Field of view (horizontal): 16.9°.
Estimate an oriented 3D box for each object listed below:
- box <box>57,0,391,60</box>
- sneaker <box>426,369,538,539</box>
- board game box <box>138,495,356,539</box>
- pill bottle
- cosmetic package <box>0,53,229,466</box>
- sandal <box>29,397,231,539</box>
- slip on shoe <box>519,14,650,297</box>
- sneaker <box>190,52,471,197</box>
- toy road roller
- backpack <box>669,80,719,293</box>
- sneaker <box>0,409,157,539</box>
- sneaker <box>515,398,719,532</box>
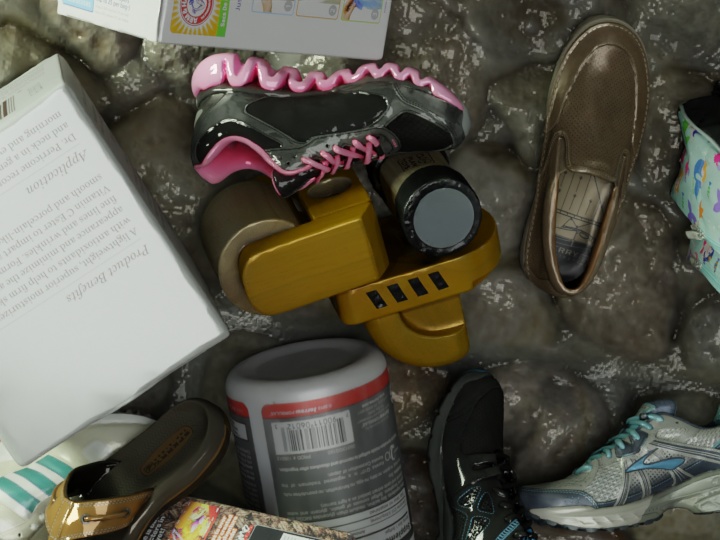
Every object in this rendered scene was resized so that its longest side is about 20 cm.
[{"bbox_3d":[-0.083,-0.201,1.577,0.199,0.112,0.102,-1,105,-46],"label":"box"},{"bbox_3d":[0.092,0.171,1.725,0.081,0.073,0.202,0,83,32],"label":"sneaker"},{"bbox_3d":[-0.099,0.246,1.603,0.160,0.199,0.097,-62,141,-25],"label":"board game box"},{"bbox_3d":[-0.024,0.158,1.707,0.115,0.116,0.202,-11,104,-7],"label":"pill bottle"},{"bbox_3d":[-0.212,-0.011,1.614,0.164,0.165,0.201,-32,105,-1],"label":"cosmetic package"},{"bbox_3d":[-0.168,0.155,1.611,0.200,0.082,0.055,-45,135,-12],"label":"sandal"},{"bbox_3d":[0.161,-0.079,1.716,0.075,0.061,0.201,15,99,-12],"label":"slip on shoe"},{"bbox_3d":[-0.025,-0.088,1.636,0.198,0.079,0.096,4,61,16],"label":"sneaker"},{"bbox_3d":[0.000,0.000,1.678,0.198,0.123,0.147,-16,114,-6],"label":"toy road roller"},{"bbox_3d":[0.313,-0.048,1.676,0.176,0.200,0.152,-1,102,-10],"label":"backpack"},{"bbox_3d":[-0.220,0.160,1.679,0.198,0.070,0.094,-10,68,-3],"label":"sneaker"},{"bbox_3d":[0.202,0.139,1.773,0.198,0.078,0.087,-9,91,-15],"label":"sneaker"}]
